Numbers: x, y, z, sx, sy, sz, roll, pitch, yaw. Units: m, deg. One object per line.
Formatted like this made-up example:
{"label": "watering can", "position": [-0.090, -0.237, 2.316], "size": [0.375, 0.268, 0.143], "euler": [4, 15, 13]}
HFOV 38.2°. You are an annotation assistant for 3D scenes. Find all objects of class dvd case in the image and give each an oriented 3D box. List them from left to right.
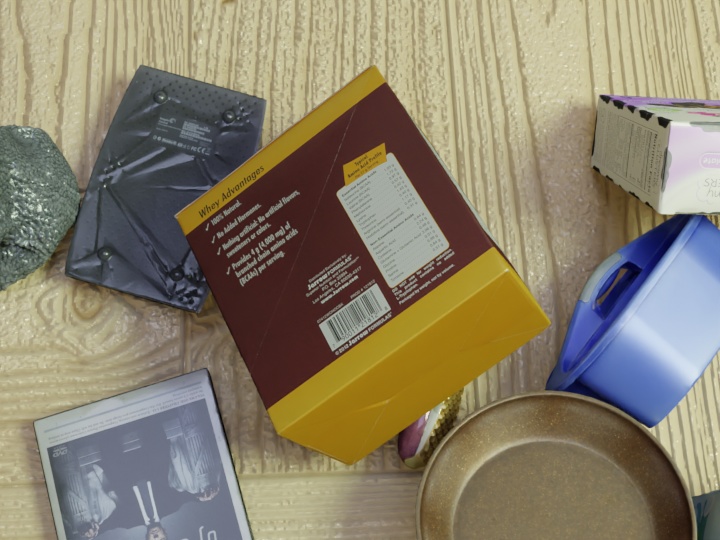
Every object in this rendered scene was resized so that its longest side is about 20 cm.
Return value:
{"label": "dvd case", "position": [-0.166, 0.196, 0.827], "size": [0.147, 0.025, 0.203], "euler": [-16, 73, -8]}

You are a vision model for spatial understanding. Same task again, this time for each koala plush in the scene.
{"label": "koala plush", "position": [-0.327, -0.078, 0.809], "size": [0.180, 0.200, 0.181], "euler": [-8, 72, -2]}

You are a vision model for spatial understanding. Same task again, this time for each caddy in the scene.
{"label": "caddy", "position": [0.228, 0.037, 0.843], "size": [0.105, 0.142, 0.201], "euler": [40, 74, 4]}

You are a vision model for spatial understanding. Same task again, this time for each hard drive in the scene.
{"label": "hard drive", "position": [-0.164, -0.069, 0.903], "size": [0.132, 0.042, 0.204], "euler": [15, 72, 2]}

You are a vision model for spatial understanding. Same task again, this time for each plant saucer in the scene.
{"label": "plant saucer", "position": [0.138, 0.183, 0.748], "size": [0.196, 0.037, 0.203], "euler": [-4, 53, 5]}

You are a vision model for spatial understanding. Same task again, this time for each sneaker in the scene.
{"label": "sneaker", "position": [0.046, 0.061, 0.866], "size": [0.088, 0.075, 0.203], "euler": [12, 68, 14]}

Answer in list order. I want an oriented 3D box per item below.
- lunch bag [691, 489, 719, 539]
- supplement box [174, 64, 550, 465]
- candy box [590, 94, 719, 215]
{"label": "lunch bag", "position": [0.295, 0.262, 0.757], "size": [0.125, 0.170, 0.204], "euler": [-4, 74, -5]}
{"label": "supplement box", "position": [0.000, 0.000, 0.790], "size": [0.196, 0.133, 0.202], "euler": [-35, 61, 9]}
{"label": "candy box", "position": [0.298, -0.097, 0.857], "size": [0.164, 0.200, 0.073], "euler": [2, 105, -3]}
